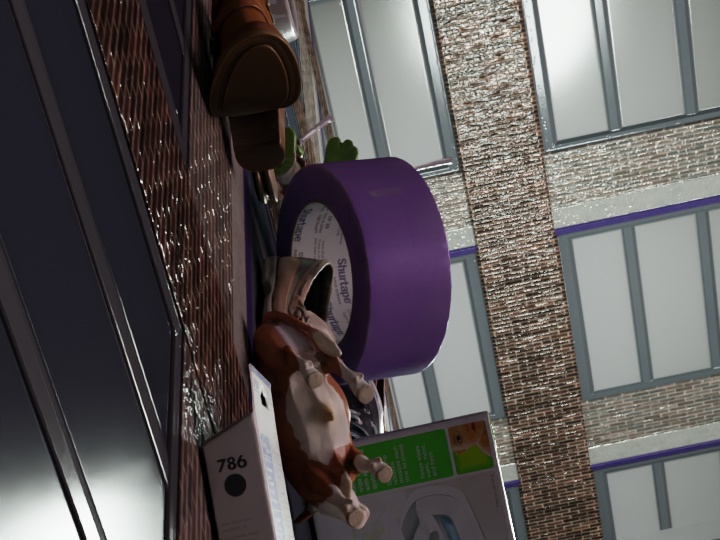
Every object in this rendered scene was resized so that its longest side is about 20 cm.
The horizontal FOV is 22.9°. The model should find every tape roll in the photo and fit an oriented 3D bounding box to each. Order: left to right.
[{"bbox_3d":[0.000,0.000,1.619,0.200,0.084,0.203,28,-58,60],"label":"tape roll"}]

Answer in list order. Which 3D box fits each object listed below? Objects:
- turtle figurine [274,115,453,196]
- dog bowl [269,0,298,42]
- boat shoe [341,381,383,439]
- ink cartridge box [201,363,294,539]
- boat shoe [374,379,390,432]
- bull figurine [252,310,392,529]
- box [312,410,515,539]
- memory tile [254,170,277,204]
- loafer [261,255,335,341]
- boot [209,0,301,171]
[{"bbox_3d":[-0.027,-0.115,1.873,0.144,0.200,0.194,43,-4,17],"label":"turtle figurine"},{"bbox_3d":[-0.109,-0.322,1.840,0.200,0.058,0.203,-11,90,-88],"label":"dog bowl"},{"bbox_3d":[-0.015,0.166,1.745,0.068,0.071,0.202,77,10,-60],"label":"boat shoe"},{"bbox_3d":[-0.060,0.162,1.050,0.099,0.039,0.202,66,14,-78],"label":"ink cartridge box"},{"bbox_3d":[0.010,0.199,2.083,0.071,0.069,0.202,76,5,-64],"label":"boat shoe"},{"bbox_3d":[-0.030,0.128,1.368,0.121,0.065,0.202,16,-49,57],"label":"bull figurine"},{"bbox_3d":[0.051,0.242,1.591,0.097,0.174,0.203,51,28,-85],"label":"box"},{"bbox_3d":[-0.108,-0.177,1.678,0.154,0.017,0.201,-98,176,-51],"label":"memory tile"},{"bbox_3d":[-0.049,0.046,1.492,0.201,0.062,0.073,-97,176,-57],"label":"loafer"},{"bbox_3d":[-0.096,-0.191,1.451,0.200,0.073,0.156,102,-19,-65],"label":"boot"}]
